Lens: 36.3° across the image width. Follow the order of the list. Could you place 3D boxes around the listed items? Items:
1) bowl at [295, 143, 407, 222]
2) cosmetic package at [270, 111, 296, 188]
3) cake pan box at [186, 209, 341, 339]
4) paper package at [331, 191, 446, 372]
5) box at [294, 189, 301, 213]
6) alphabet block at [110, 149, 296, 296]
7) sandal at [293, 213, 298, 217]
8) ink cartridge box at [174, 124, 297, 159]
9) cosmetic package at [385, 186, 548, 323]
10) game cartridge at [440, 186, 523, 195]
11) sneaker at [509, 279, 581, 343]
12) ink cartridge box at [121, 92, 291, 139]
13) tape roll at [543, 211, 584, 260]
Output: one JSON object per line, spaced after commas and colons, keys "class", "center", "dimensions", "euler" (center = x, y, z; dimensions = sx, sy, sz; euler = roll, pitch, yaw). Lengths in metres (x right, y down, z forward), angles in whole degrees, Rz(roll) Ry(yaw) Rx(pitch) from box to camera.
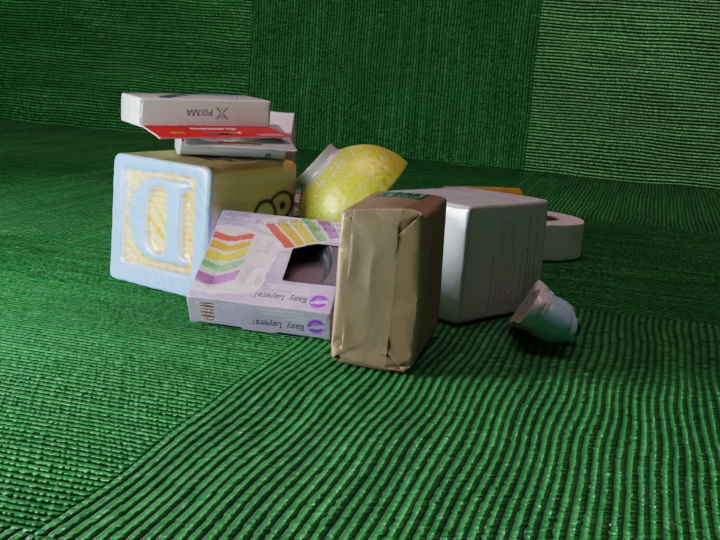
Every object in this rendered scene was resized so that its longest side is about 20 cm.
{"class": "bowl", "center": [-0.034, -0.127, 1.671], "dimensions": [0.108, 0.200, 0.200], "euler": [43, 9, -7]}
{"class": "cosmetic package", "center": [-0.182, -0.185, 1.802], "dimensions": [0.150, 0.052, 0.200], "euler": [4, -31, 0]}
{"class": "cake pan box", "center": [-0.109, 0.002, 1.449], "dimensions": [0.199, 0.052, 0.185], "euler": [8, 44, 8]}
{"class": "paper package", "center": [0.039, 0.004, 1.342], "dimensions": [0.103, 0.192, 0.200], "euler": [7, 11, 11]}
{"class": "box", "center": [-0.081, -0.077, 1.893], "dimensions": [0.199, 0.048, 0.159], "euler": [4, 34, -12]}
{"class": "alphabet block", "center": [-0.233, -0.077, 1.643], "dimensions": [0.196, 0.196, 0.200], "euler": [14, 14, 32]}
{"class": "sandal", "center": [-0.066, -0.095, 1.805], "dimensions": [0.199, 0.055, 0.082], "euler": [4, 0, -10]}
{"class": "ink cartridge box", "center": [-0.184, -0.179, 1.596], "dimensions": [0.159, 0.047, 0.200], "euler": [2, 17, -13]}
{"class": "cosmetic package", "center": [0.147, -0.029, 1.608], "dimensions": [0.167, 0.167, 0.200], "euler": [14, 14, 41]}
{"class": "game cartridge", "center": [0.150, -0.090, 1.834], "dimensions": [0.199, 0.033, 0.176], "euler": [-2, -21, -44]}
{"class": "sneaker", "center": [0.252, 0.067, 1.471], "dimensions": [0.082, 0.074, 0.200], "euler": [35, 9, 3]}
{"class": "ink cartridge box", "center": [-0.220, -0.222, 1.568], "dimensions": [0.199, 0.045, 0.176], "euler": [-4, 16, -28]}
{"class": "tape roll", "center": [0.327, -0.071, 2.120], "dimensions": [0.201, 0.071, 0.202], "euler": [4, 12, -1]}
